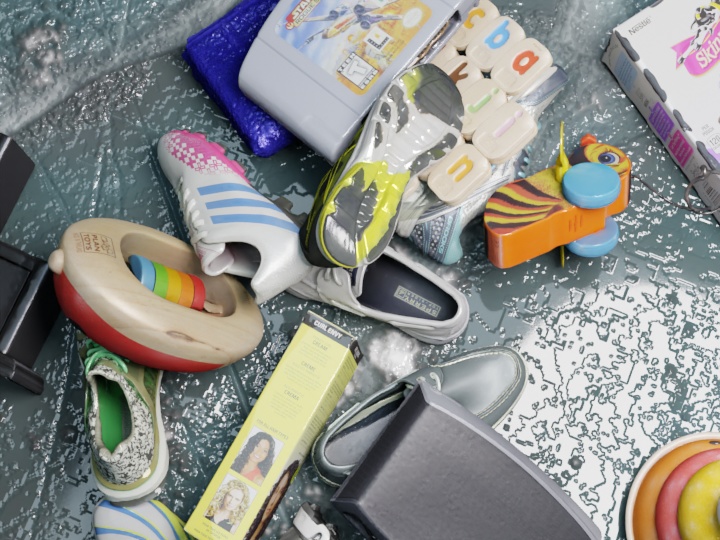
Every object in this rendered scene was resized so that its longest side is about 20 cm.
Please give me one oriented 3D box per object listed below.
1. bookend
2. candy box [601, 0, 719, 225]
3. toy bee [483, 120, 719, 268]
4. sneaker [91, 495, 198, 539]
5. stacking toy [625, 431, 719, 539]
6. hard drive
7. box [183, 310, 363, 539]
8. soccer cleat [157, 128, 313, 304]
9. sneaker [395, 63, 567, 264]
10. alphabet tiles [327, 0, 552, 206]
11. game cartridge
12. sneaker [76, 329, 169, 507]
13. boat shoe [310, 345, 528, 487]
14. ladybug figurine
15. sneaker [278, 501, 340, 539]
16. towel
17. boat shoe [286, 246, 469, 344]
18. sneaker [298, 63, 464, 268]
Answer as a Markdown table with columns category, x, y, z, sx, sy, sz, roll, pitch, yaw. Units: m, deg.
| category | x | y | z | sx | sy | sz | roll | pitch | yaw |
| --- | --- | --- | --- | --- | --- | --- | --- | --- | --- |
| bookend | -0.324 | -0.030 | 1.126 | 0.198 | 0.092 | 0.201 | 24 | 79 | 7 |
| candy box | 0.331 | -0.159 | 1.131 | 0.167 | 0.072 | 0.201 | -33 | 78 | -5 |
| toy bee | 0.185 | -0.062 | 1.103 | 0.197 | 0.132 | 0.109 | 3 | 35 | -21 |
| sneaker | -0.149 | 0.253 | 1.045 | 0.076 | 0.105 | 0.200 | -40 | 79 | -7 |
| stacking toy | 0.282 | 0.186 | 0.988 | 0.144 | 0.200 | 0.149 | -1 | 77 | 2 |
| hard drive | 0.089 | 0.197 | 1.048 | 0.199 | 0.042 | 0.135 | 40 | 82 | -9 |
| box | -0.068 | 0.137 | 1.085 | 0.050 | 0.075 | 0.202 | 27 | 81 | 11 |
| soccer cleat | -0.121 | -0.048 | 1.105 | 0.086 | 0.070 | 0.199 | -42 | 57 | -19 |
| sneaker | 0.113 | -0.090 | 1.136 | 0.086 | 0.078 | 0.200 | 44 | 90 | -1 |
| alphabet tiles | 0.060 | -0.138 | 1.116 | 0.195 | 0.015 | 0.200 | -43 | 47 | 3 |
| game cartridge | -0.004 | -0.200 | 1.103 | 0.133 | 0.042 | 0.201 | 38 | 83 | 17 |
| sneaker | -0.199 | 0.085 | 1.086 | 0.076 | 0.089 | 0.202 | -14 | 63 | -3 |
| boat shoe | 0.051 | 0.118 | 1.087 | 0.198 | 0.062 | 0.074 | -26 | 75 | -4 |
| ladybug figurine | -0.170 | 0.026 | 1.075 | 0.072 | 0.198 | 0.137 | -48 | 39 | 22 |
| sneaker | -0.007 | 0.286 | 1.053 | 0.090 | 0.067 | 0.200 | -42 | 75 | -4 |
| towel | -0.048 | -0.205 | 1.155 | 0.199 | 0.050 | 0.148 | -38 | 61 | -3 |
| boat shoe | 0.000 | 0.000 | 1.115 | 0.197 | 0.065 | 0.075 | 18 | 79 | 7 |
| sneaker | 0.009 | -0.085 | 1.056 | 0.074 | 0.084 | 0.201 | 43 | 63 | -18 |
